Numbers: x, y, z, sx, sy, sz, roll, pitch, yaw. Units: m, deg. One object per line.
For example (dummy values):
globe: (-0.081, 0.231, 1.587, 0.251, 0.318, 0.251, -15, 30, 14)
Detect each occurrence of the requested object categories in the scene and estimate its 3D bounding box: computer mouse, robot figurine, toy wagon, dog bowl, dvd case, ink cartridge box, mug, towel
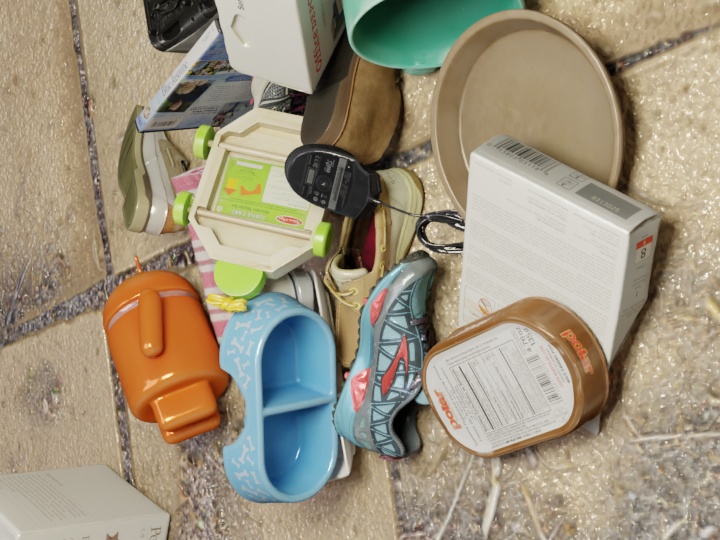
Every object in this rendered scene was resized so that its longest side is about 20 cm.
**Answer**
computer mouse: (0.025, -0.064, 1.251, 0.198, 0.034, 0.059, 23, 117, 8)
robot figurine: (-0.214, 0.084, 1.541, 0.116, 0.143, 0.202, -37, 62, 25)
toy wagon: (-0.097, -0.053, 1.322, 0.153, 0.040, 0.202, 12, 75, 13)
dog bowl: (-0.071, 0.123, 1.316, 0.049, 0.110, 0.203, 7, 101, 51)
dvd case: (-0.123, -0.193, 1.392, 0.200, 0.141, 0.018, -38, 67, 50)
ink cartridge box: (-0.048, -0.282, 1.244, 0.087, 0.146, 0.202, 19, 65, 14)
mug: (0.047, -0.250, 1.196, 0.184, 0.151, 0.116, -28, 63, 48)
ink cartridge box: (0.155, 0.011, 1.139, 0.161, 0.050, 0.202, 32, 137, 35)
towel: (-0.145, -0.009, 1.469, 0.146, 0.030, 0.203, -5, 101, 65)

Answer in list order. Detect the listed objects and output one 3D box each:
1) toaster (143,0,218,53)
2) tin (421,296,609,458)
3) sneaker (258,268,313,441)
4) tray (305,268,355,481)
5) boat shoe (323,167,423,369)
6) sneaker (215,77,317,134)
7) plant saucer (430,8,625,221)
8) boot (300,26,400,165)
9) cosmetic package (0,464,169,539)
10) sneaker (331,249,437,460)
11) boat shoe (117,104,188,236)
toaster: (-0.143, -0.324, 1.448, 0.180, 0.118, 0.203, -27, 70, 48)
tin: (0.122, 0.091, 1.161, 0.200, 0.042, 0.113, -31, 84, 54)
sneaker: (-0.088, 0.097, 1.382, 0.073, 0.070, 0.203, -163, 70, -63)
tray: (-0.041, 0.107, 1.392, 0.107, 0.022, 0.203, -32, 65, 62)
boat shoe: (0.000, 0.000, 1.321, 0.074, 0.066, 0.203, 27, 111, 46)
sneaker: (-0.075, -0.148, 1.401, 0.200, 0.080, 0.075, -51, 54, 43)
plant saucer: (0.138, -0.113, 1.160, 0.199, 0.029, 0.203, 14, 111, 42)
boot: (0.006, -0.192, 1.312, 0.073, 0.075, 0.202, -7, 63, 55)
cosmetic package: (-0.355, 0.340, 1.647, 0.166, 0.198, 0.170, 22, 107, 48)
sneaker: (0.047, 0.080, 1.278, 0.095, 0.079, 0.202, 29, 117, 28)
boat shoe: (-0.233, -0.110, 1.597, 0.201, 0.068, 0.075, -102, 32, -45)
